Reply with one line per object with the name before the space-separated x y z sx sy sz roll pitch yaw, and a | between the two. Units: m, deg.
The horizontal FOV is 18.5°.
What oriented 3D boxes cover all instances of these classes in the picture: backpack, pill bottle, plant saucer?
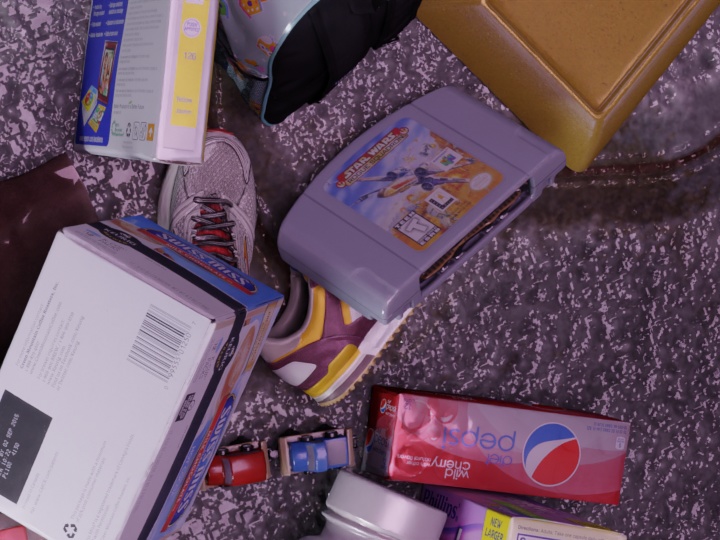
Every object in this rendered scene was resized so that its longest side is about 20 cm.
backpack | -0.037 -0.218 1.569 0.175 0.200 0.154 -37 88 -11
pill bottle | -0.013 0.258 1.652 0.114 0.114 0.201 24 86 -19
plant saucer | 0.173 -0.213 1.723 0.200 0.048 0.200 43 79 -17

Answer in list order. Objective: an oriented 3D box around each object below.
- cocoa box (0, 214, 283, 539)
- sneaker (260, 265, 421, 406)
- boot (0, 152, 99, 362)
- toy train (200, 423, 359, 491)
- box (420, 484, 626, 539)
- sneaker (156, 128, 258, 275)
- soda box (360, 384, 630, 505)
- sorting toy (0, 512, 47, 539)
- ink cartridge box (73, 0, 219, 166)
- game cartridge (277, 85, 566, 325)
cocoa box | -0.165 0.081 1.530 0.133 0.131 0.201 29 105 15
sneaker | 0.000 0.000 1.662 0.090 0.075 0.201 38 79 -18
boot | -0.249 0.032 1.577 0.165 0.072 0.201 -20 96 -15
toy train | -0.092 0.144 1.653 0.199 0.046 0.034 -8 96 -19
box | 0.103 0.274 1.660 0.096 0.176 0.201 12 90 -20
sneaker | -0.106 -0.003 1.620 0.077 0.082 0.202 2 92 -19
soda box | 0.105 0.135 1.712 0.199 0.063 0.071 8 91 -20
sorting toy | -0.295 0.282 1.546 0.199 0.070 0.200 -12 84 -12
ink cartridge box | -0.146 -0.176 1.534 0.047 0.197 0.202 8 92 -22
game cartridge | 0.040 -0.055 1.642 0.200 0.133 0.042 -41 149 -24
